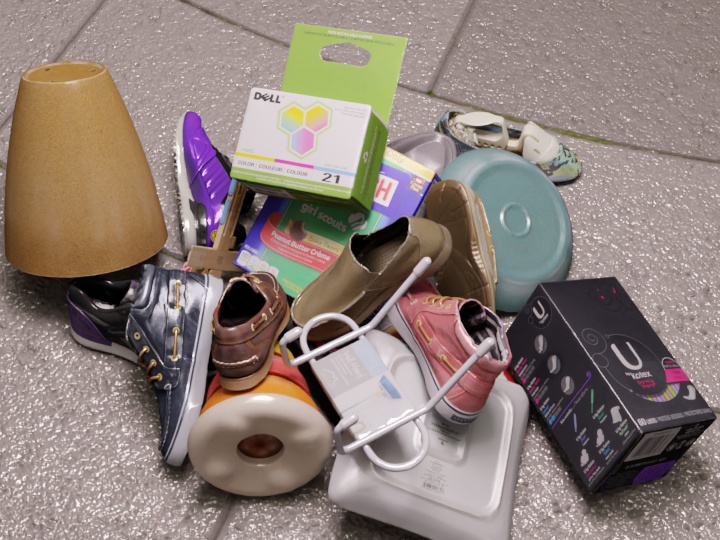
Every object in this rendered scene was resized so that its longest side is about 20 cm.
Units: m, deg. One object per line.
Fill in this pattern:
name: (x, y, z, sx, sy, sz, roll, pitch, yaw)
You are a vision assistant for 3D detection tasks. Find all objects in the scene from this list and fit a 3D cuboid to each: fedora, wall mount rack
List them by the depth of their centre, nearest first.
wall mount rack: (0.025, 0.084, 1.105, 0.172, 0.075, 0.201, -25, 54, -16)
fedora: (0.068, -0.103, 1.402, 0.176, 0.091, 0.200, 33, 56, 20)

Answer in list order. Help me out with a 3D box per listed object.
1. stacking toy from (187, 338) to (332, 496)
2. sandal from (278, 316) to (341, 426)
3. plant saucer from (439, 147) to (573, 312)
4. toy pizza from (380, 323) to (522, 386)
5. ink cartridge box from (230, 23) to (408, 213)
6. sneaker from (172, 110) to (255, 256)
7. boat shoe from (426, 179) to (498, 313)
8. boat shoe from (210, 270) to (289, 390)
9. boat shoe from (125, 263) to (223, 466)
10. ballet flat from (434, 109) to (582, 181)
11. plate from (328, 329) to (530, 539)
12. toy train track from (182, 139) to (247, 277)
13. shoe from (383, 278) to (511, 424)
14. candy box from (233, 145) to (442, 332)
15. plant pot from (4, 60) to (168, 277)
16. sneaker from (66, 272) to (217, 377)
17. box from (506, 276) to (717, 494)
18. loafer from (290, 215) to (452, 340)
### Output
stacking toy: (-0.105, 0.116, 1.194, 0.143, 0.148, 0.202, -1, 43, -5)
sandal: (-0.037, 0.104, 1.243, 0.045, 0.076, 0.200, -25, 55, -25)
plant saucer: (0.175, -0.054, 1.348, 0.197, 0.036, 0.204, 7, 72, -23)
toy pizza: (0.089, 0.125, 1.261, 0.196, 0.032, 0.203, 2, 52, -3)
ink cartridge box: (-0.044, -0.178, 1.256, 0.145, 0.076, 0.204, 11, 84, 19)
sneaker: (-0.176, -0.106, 1.404, 0.098, 0.070, 0.203, -4, 60, -10)
boat shoe: (0.122, 0.001, 1.264, 0.073, 0.066, 0.204, -7, 87, 33)
boat shoe: (-0.113, 0.041, 1.167, 0.069, 0.071, 0.201, -10, 24, 4)
boat shoe: (-0.206, 0.096, 1.196, 0.089, 0.071, 0.204, 12, 74, -15)
ballet flat: (0.191, -0.164, 1.475, 0.196, 0.075, 0.075, 10, 51, 4)
plate: (0.080, 0.171, 1.171, 0.197, 0.032, 0.202, 22, 57, -10)
toy train track: (-0.159, -0.058, 1.310, 0.032, 0.114, 0.203, 21, 96, 27)
shoe: (0.090, 0.051, 1.175, 0.070, 0.092, 0.202, 7, 41, -31)
candy box: (-0.021, -0.052, 1.307, 0.167, 0.077, 0.202, 28, 87, 18)
plant pot: (-0.314, -0.122, 1.278, 0.183, 0.203, 0.187, -1, 25, 0)
sneaker: (-0.228, 0.057, 1.254, 0.196, 0.088, 0.077, 12, 51, 5)
box: (0.256, 0.115, 1.214, 0.121, 0.107, 0.201, -4, 48, -35)
loafer: (0.000, 0.000, 1.198, 0.199, 0.067, 0.077, -34, 42, 16)
